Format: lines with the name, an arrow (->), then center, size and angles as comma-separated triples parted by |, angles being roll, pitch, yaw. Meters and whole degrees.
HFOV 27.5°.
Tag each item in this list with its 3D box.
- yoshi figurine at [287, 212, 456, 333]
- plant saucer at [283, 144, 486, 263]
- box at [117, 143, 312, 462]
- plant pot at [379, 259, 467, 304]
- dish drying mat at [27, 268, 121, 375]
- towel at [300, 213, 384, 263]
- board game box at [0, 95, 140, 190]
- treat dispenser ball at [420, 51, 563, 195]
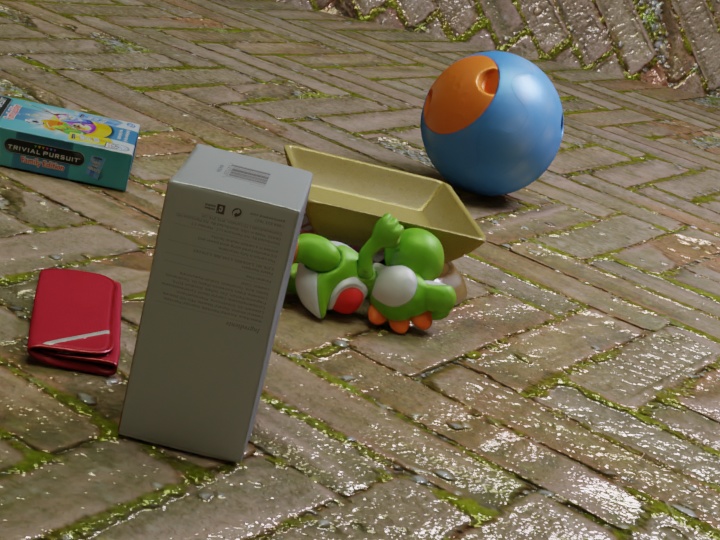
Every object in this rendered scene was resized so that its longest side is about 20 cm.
yoshi figurine -> 0.001, -0.010, 1.467 | 0.199, 0.112, 0.112 | 15, 10, -8
plant saucer -> 0.016, -0.066, 1.581 | 0.199, 0.049, 0.200 | 13, 18, -14
box -> -0.108, 0.022, 1.110 | 0.097, 0.201, 0.124 | 13, 16, -1
plant pot -> 0.024, -0.010, 1.614 | 0.199, 0.028, 0.200 | 14, 17, -4
dish drying mat -> -0.243, 0.038, 1.263 | 0.076, 0.018, 0.200 | 10, 18, -12
towel -> -0.052, -0.057, 1.610 | 0.199, 0.030, 0.146 | 18, 18, 11
board game box -> -0.364, -0.154, 1.725 | 0.199, 0.047, 0.151 | 12, 17, -9
treat dispenser ball -> 0.184, -0.205, 2.061 | 0.200, 0.202, 0.201 | 13, 17, -4
